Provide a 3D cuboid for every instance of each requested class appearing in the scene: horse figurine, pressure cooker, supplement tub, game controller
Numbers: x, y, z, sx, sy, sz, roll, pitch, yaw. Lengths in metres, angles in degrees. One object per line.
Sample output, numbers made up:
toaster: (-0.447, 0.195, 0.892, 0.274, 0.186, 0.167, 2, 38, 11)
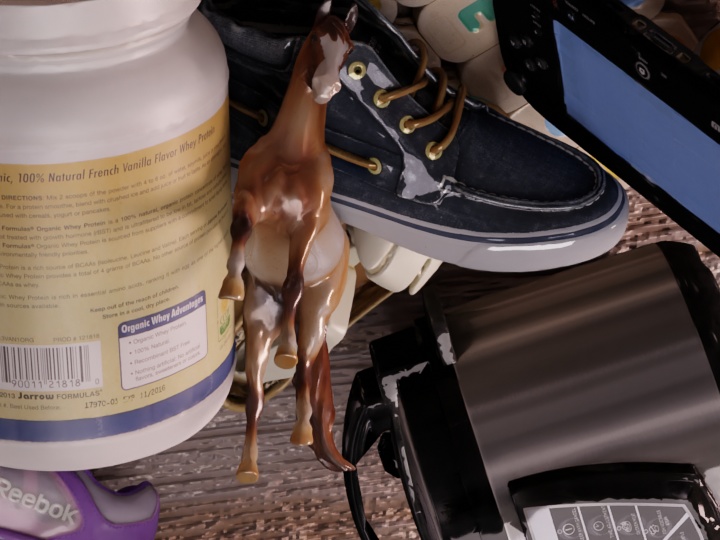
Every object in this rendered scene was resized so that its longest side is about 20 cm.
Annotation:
horse figurine: (-0.028, 0.002, 1.037, 0.050, 0.133, 0.200, 4, 144, 6)
pressure cooker: (0.093, 0.093, 1.220, 0.200, 0.176, 0.179, -17, 165, 1)
supplement tub: (-0.124, -0.035, 1.031, 0.144, 0.144, 0.200, -5, 117, -11)
game controller: (0.125, -0.060, 1.050, 0.042, 0.200, 0.104, -43, 148, -10)

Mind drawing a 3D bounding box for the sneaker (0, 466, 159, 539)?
sneaker: (-0.181, 0.102, 1.225, 0.200, 0.088, 0.080, 29, 166, -15)

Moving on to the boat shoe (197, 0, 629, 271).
boat shoe: (0.019, -0.064, 1.070, 0.200, 0.071, 0.091, 13, 133, 7)

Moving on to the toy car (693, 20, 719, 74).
toy car: (0.195, -0.088, 1.102, 0.200, 0.184, 0.177, -19, 141, 39)

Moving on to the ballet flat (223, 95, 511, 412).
ballet flat: (0.000, 0.000, 1.167, 0.069, 0.063, 0.200, 29, 125, -31)

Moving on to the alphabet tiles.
alphabet tiles: (0.050, -0.081, 1.151, 0.196, 0.015, 0.200, -30, 133, 13)
